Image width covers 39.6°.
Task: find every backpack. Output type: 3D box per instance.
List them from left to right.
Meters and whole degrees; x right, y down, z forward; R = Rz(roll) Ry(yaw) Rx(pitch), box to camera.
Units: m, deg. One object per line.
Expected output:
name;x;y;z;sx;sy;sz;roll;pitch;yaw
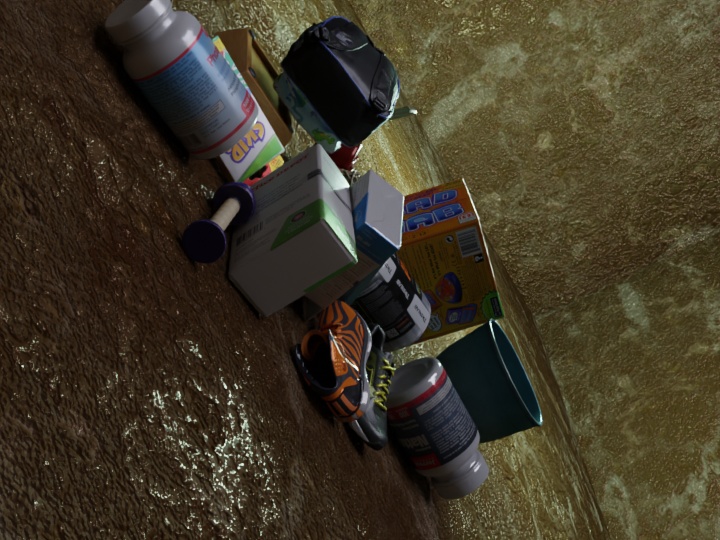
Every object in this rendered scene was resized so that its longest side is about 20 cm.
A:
backpack;-0.037;-0.295;1.556;0.183;0.147;0.200;48;28;-13

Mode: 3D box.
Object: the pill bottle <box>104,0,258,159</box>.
pill bottle;-0.220;-0.244;1.230;0.201;0.108;0.109;54;16;-34

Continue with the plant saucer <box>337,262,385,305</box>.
plant saucer;0.000;0.000;1.450;0.019;0.200;0.070;18;49;-20

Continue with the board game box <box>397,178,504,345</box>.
board game box;0.130;-0.016;1.821;0.200;0.198;0.202;-98;170;-63

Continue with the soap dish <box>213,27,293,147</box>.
soap dish;-0.169;-0.274;1.539;0.158;0.081;0.201;55;15;-32

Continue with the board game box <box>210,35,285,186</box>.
board game box;-0.182;-0.209;1.367;0.030;0.095;0.201;-1;-57;55

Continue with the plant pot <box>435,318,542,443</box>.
plant pot;0.191;0.216;1.746;0.201;0.187;0.201;56;15;-24

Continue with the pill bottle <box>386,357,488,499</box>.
pill bottle;0.116;0.248;1.551;0.201;0.119;0.120;60;14;-13

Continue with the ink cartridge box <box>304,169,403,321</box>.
ink cartridge box;-0.032;-0.031;1.378;0.066;0.200;0.116;35;37;-24

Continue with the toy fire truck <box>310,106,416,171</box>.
toy fire truck;-0.011;-0.214;1.689;0.128;0.201;0.176;31;16;1

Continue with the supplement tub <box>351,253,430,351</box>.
supplement tub;0.021;0.026;1.603;0.200;0.122;0.123;53;17;-37

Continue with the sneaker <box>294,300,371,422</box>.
sneaker;-0.038;0.096;1.347;0.112;0.077;0.201;52;17;-41

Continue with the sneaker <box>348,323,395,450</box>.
sneaker;0.012;0.155;1.409;0.074;0.084;0.201;44;23;-51

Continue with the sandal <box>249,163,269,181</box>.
sandal;-0.144;-0.137;1.434;0.201;0.054;0.082;64;13;1

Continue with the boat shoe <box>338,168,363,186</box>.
boat shoe;-0.019;-0.122;1.476;0.199;0.064;0.072;24;45;-47

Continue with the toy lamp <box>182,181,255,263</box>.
toy lamp;-0.165;-0.065;1.217;0.059;0.058;0.200;59;15;-16

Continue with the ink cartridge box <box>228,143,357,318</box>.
ink cartridge box;-0.088;-0.056;1.292;0.084;0.145;0.201;51;18;-29
